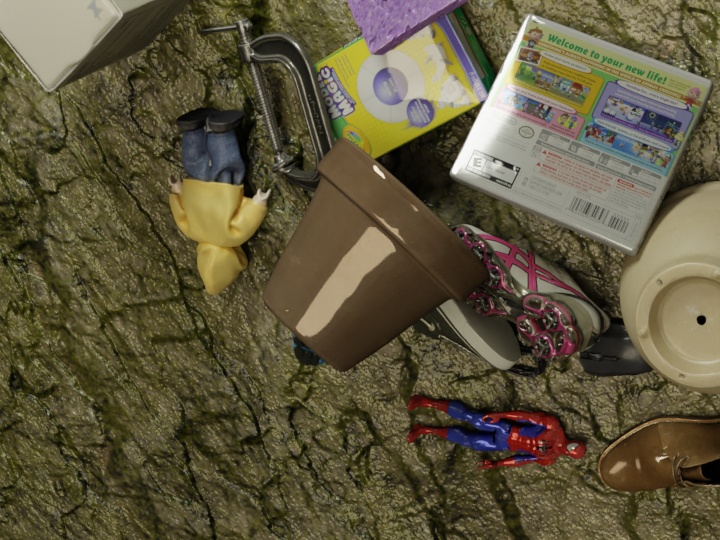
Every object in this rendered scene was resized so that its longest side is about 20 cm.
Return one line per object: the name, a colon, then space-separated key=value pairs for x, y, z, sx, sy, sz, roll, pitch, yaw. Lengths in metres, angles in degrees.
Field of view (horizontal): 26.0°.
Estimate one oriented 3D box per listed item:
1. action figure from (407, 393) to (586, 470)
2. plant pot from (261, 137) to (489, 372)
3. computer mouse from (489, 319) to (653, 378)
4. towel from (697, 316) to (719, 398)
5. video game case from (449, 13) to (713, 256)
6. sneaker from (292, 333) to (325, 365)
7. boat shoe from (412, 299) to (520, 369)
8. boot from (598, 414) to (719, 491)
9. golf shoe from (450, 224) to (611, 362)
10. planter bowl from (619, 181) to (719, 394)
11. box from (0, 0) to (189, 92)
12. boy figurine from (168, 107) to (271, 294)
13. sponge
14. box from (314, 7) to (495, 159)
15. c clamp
action figure: x=0.147 y=0.179 z=1.690 sx=0.197 sy=0.052 sz=0.066 roll=7 pitch=108 yaw=18
plant pot: x=0.000 y=0.000 z=1.535 sx=0.200 sy=0.200 sz=0.175 roll=41 pitch=91 yaw=4
computer mouse: x=0.220 y=0.087 z=1.633 sx=0.198 sy=0.034 sz=0.059 roll=-6 pitch=107 yaw=25
towel: x=0.387 y=0.025 z=1.535 sx=0.171 sy=0.048 sz=0.200 roll=46 pitch=119 yaw=5
video game case: x=0.211 y=-0.133 z=1.497 sx=0.198 sy=0.022 sz=0.184 roll=24 pitch=81 yaw=20
sneaker: x=-0.036 y=0.001 z=1.682 sx=0.074 sy=0.087 sz=0.203 roll=10 pitch=101 yaw=-24
boat shoe: x=0.085 y=0.039 z=1.655 sx=0.200 sy=0.070 sz=0.064 roll=45 pitch=121 yaw=13
boot: x=0.330 y=0.194 z=1.602 sx=0.198 sy=0.075 sz=0.074 roll=-17 pitch=103 yaw=28
golf shoe: x=0.168 y=0.018 z=1.609 sx=0.200 sy=0.091 sz=0.073 roll=42 pitch=131 yaw=29
planter bowl: x=0.328 y=0.032 z=1.460 sx=0.198 sy=0.135 sz=0.203 roll=8 pitch=111 yaw=23
box: x=-0.269 y=-0.284 z=1.608 sx=0.128 sy=0.200 sz=0.109 roll=-39 pitch=92 yaw=28
boy figurine: x=-0.152 y=-0.073 z=1.714 sx=0.123 sy=0.064 sz=0.203 roll=3 pitch=110 yaw=21
sponge: x=0.019 y=-0.324 z=1.535 sx=0.111 sy=0.030 sz=0.202 roll=-30 pitch=77 yaw=28
box: x=0.030 y=-0.188 z=1.597 sx=0.199 sy=0.048 sz=0.118 roll=-26 pitch=97 yaw=30
c clamp: x=-0.085 y=-0.174 z=1.643 sx=0.170 sy=0.027 sz=0.202 roll=-3 pitch=109 yaw=53
